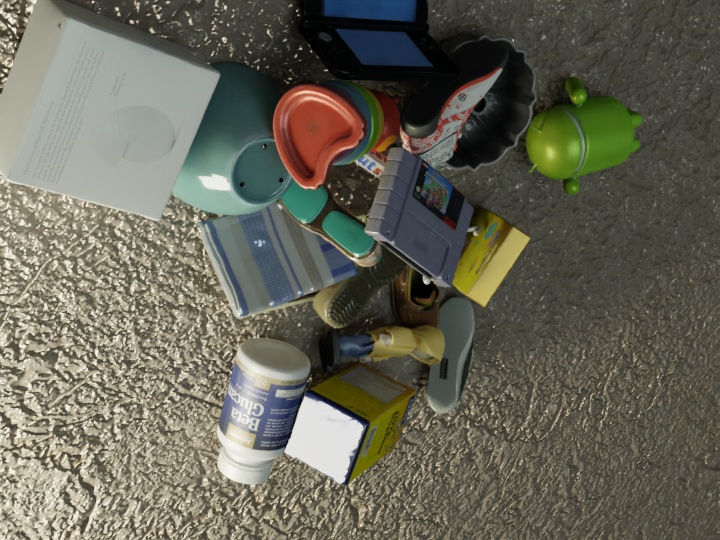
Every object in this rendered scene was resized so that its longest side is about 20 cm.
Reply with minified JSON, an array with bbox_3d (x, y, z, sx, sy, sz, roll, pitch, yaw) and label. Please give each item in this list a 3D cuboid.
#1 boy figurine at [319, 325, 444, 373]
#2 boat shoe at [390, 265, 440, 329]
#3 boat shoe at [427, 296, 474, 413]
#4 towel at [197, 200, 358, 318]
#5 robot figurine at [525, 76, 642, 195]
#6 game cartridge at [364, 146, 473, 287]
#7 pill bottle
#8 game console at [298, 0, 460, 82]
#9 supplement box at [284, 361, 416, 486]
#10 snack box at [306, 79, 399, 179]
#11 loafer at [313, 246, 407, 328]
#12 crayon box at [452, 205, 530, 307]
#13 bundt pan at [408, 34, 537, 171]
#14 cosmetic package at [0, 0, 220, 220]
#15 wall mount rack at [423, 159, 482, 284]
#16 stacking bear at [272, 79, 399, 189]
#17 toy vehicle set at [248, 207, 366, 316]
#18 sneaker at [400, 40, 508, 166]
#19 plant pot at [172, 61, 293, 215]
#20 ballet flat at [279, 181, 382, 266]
[{"bbox_3d":[0.036,0.122,1.746,0.199,0.065,0.124,0,160,-23],"label":"boy figurine"},{"bbox_3d":[0.089,0.040,1.756,0.072,0.068,0.200,-34,129,-14],"label":"boat shoe"},{"bbox_3d":[0.153,0.137,1.864,0.064,0.070,0.201,-21,123,-64],"label":"boat shoe"},{"bbox_3d":[-0.114,-0.029,1.553,0.199,0.024,0.147,-20,82,-26],"label":"towel"},{"bbox_3d":[0.348,-0.210,1.761,0.199,0.116,0.176,-16,122,-26],"label":"robot figurine"},{"bbox_3d":[0.086,-0.072,1.527,0.200,0.038,0.130,34,73,-50],"label":"game cartridge"},{"bbox_3d":[-0.151,0.211,1.661,0.111,0.111,0.201,3,113,-35],"label":"pill bottle"},{"bbox_3d":[0.030,-0.340,1.456,0.199,0.176,0.117,-5,134,-31],"label":"game console"},{"bbox_3d":[-0.012,0.231,1.712,0.200,0.109,0.110,-19,132,-64],"label":"supplement box"},{"bbox_3d":[-0.003,-0.179,1.537,0.200,0.072,0.024,34,126,-26],"label":"snack box"},{"bbox_3d":[0.000,0.000,1.643,0.200,0.067,0.076,-43,126,-27],"label":"loafer"},{"bbox_3d":[0.189,-0.021,1.704,0.051,0.200,0.127,33,96,-12],"label":"crayon box"},{"bbox_3d":[0.154,-0.252,1.627,0.201,0.076,0.203,-14,121,-24],"label":"bundt pan"},{"bbox_3d":[-0.308,-0.191,1.321,0.200,0.123,0.200,15,106,-40],"label":"cosmetic package"},{"bbox_3d":[0.099,-0.073,1.643,0.174,0.074,0.201,-40,114,-41],"label":"wall mount rack"},{"bbox_3d":[-0.015,-0.187,1.422,0.121,0.114,0.200,-45,168,28],"label":"stacking bear"},{"bbox_3d":[-0.085,-0.014,1.636,0.199,0.027,0.125,-14,122,-28],"label":"toy vehicle set"},{"bbox_3d":[0.128,-0.226,1.544,0.201,0.067,0.108,-45,154,-23],"label":"sneaker"},{"bbox_3d":[-0.154,-0.152,1.440,0.199,0.135,0.201,-16,124,-26],"label":"plant pot"},{"bbox_3d":[-0.044,-0.070,1.538,0.068,0.200,0.067,-45,154,1],"label":"ballet flat"}]
